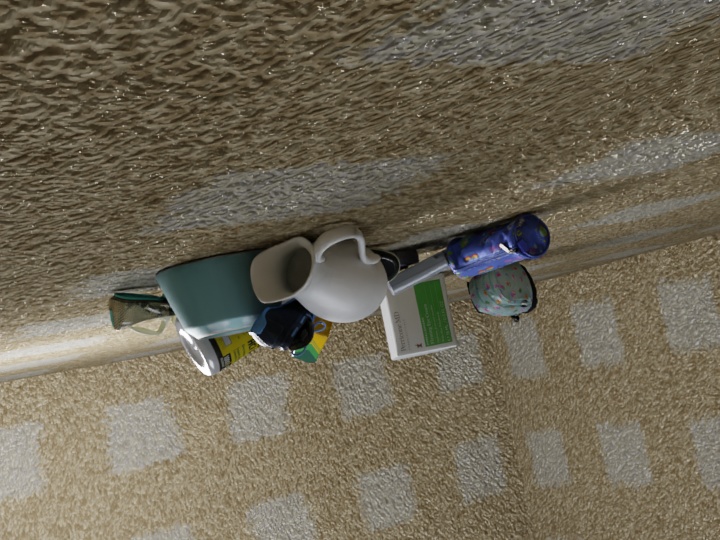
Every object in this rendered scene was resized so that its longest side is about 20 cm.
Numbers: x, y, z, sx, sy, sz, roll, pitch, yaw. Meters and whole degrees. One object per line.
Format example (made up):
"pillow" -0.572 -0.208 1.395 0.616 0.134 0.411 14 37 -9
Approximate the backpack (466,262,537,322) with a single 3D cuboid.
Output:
"backpack" 0.387 0.048 2.487 0.199 0.167 0.127 -2 150 -43

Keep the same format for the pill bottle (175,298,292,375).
"pill bottle" -0.193 0.077 1.493 0.200 0.113 0.112 -32 -177 -23

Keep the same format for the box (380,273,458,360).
"box" 0.151 0.126 2.432 0.170 0.200 0.200 -11 173 -3

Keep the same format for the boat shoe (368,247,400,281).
"boat shoe" -0.020 0.006 1.493 0.199 0.075 0.062 -4 -163 -26

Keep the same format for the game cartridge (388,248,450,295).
"game cartridge" 0.117 0.002 1.720 0.133 0.042 0.200 -32 177 14

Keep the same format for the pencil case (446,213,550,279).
"pencil case" 0.232 -0.038 1.561 0.087 0.078 0.200 -38 -169 -35

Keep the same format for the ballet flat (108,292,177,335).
"ballet flat" -0.322 0.067 1.491 0.199 0.076 0.068 -7 -164 -44

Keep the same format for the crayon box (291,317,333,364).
"crayon box" -0.075 0.081 1.663 0.051 0.127 0.200 19 156 -3

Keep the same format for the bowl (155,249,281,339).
"bowl" -0.196 0.041 1.356 0.200 0.106 0.201 -12 175 -1

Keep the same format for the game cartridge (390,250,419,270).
"game cartridge" 0.000 0.000 1.724 0.199 0.039 0.129 -17 168 42

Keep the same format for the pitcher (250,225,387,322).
"pitcher" -0.030 -0.001 1.292 0.171 0.122 0.200 -29 155 29

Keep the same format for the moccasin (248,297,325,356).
"moccasin" -0.102 0.092 1.327 0.081 0.068 0.200 -58 170 15
